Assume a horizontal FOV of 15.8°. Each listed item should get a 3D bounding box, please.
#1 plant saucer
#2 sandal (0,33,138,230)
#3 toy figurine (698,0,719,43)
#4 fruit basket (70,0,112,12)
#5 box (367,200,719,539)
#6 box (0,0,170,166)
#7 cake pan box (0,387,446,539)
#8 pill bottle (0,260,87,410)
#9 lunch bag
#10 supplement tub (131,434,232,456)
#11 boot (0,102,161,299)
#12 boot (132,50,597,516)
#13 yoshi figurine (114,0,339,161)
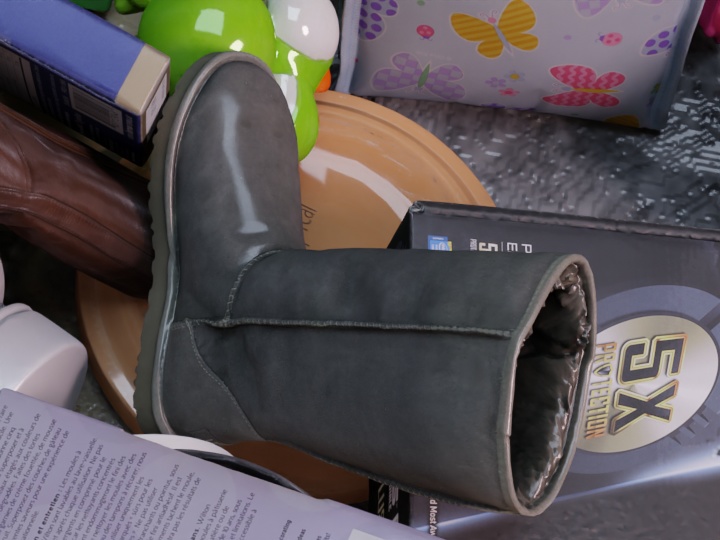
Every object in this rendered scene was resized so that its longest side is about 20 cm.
[{"bbox_3d":[-0.026,0.006,1.148,0.199,0.032,0.201,4,63,-8],"label":"plant saucer"},{"bbox_3d":[-0.126,-0.084,1.196,0.211,0.078,0.070,-28,34,-27],"label":"sandal"},{"bbox_3d":[0.237,-0.111,1.213,0.199,0.150,0.185,0,47,-31],"label":"toy figurine"},{"bbox_3d":[-0.222,-0.181,1.210,0.215,0.155,0.217,0,90,26],"label":"fruit basket"},{"bbox_3d":[0.089,0.084,1.070,0.163,0.086,0.201,6,66,-10],"label":"box"},{"bbox_3d":[-0.171,-0.110,1.066,0.199,0.121,0.033,27,82,-1],"label":"box"},{"bbox_3d":[-0.080,0.152,0.891,0.183,0.052,0.201,17,67,14],"label":"cake pan box"},{"bbox_3d":[-0.219,0.014,1.084,0.200,0.120,0.120,33,62,13],"label":"pill bottle"},{"bbox_3d":[0.078,-0.168,1.174,0.169,0.200,0.128,5,59,-2],"label":"lunch bag"},{"bbox_3d":[-0.082,0.178,0.987,0.144,0.145,0.201,-9,61,-11],"label":"supplement tub"},{"bbox_3d":[-0.171,-0.062,1.073,0.186,0.200,0.064,44,103,28],"label":"boot"},{"bbox_3d":[0.002,-0.001,1.012,0.072,0.199,0.183,6,85,-42],"label":"boot"},{"bbox_3d":[-0.056,-0.146,1.135,0.111,0.112,0.201,0,75,-16],"label":"yoshi figurine"}]
